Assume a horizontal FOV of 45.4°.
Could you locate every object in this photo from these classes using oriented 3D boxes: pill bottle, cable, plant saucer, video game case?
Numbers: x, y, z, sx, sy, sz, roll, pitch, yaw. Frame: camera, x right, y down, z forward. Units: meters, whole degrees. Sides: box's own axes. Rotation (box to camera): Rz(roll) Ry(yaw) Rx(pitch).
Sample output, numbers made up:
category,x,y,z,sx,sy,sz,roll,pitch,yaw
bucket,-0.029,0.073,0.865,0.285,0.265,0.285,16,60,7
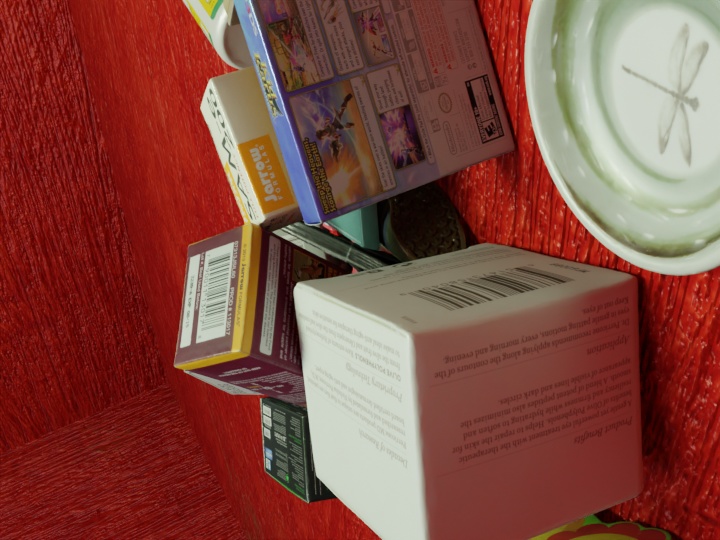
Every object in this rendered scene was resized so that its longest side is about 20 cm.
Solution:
category,x,y,z,sx,sy,sz,roll,pitch,yaw
pill bottle,-0.156,-0.338,1.009,0.201,0.111,0.114,56,156,31
cable,0.000,0.000,0.858,0.097,0.196,0.051,-107,38,-82
plant saucer,0.172,-0.101,0.495,0.201,0.049,0.203,51,152,40
plant saucer,-0.045,-0.086,0.888,0.199,0.019,0.071,36,140,48
video game case,0.010,-0.161,0.660,0.045,0.178,0.204,2,112,67

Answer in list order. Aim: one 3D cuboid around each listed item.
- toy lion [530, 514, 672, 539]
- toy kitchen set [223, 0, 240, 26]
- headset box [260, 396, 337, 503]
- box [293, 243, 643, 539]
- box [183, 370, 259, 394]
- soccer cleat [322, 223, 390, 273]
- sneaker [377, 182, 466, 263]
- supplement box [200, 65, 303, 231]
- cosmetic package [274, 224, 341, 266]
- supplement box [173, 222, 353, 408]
category,x,y,z,sx,sy,sz,roll,pitch,yaw
toy lion,0.150,0.244,0.683,0.192,0.196,0.070,-122,15,-81
toy kitchen set,-0.070,-0.318,0.740,0.183,0.160,0.200,65,158,11
headset box,0.000,0.192,1.006,0.173,0.196,0.095,177,89,-67
box,0.078,0.089,0.662,0.199,0.195,0.176,17,116,62
box,-0.086,0.100,0.979,0.117,0.196,0.062,45,-133,-60
soccer cleat,0.014,0.022,0.969,0.066,0.075,0.204,21,128,63
sneaker,0.043,-0.050,0.856,0.202,0.066,0.091,58,163,31
supplement box,-0.026,-0.125,0.758,0.128,0.197,0.073,67,159,2
cosmetic package,-0.057,0.018,1.017,0.201,0.088,0.109,68,-172,-65
supplement box,-0.060,0.051,0.768,0.084,0.198,0.113,-14,62,36
